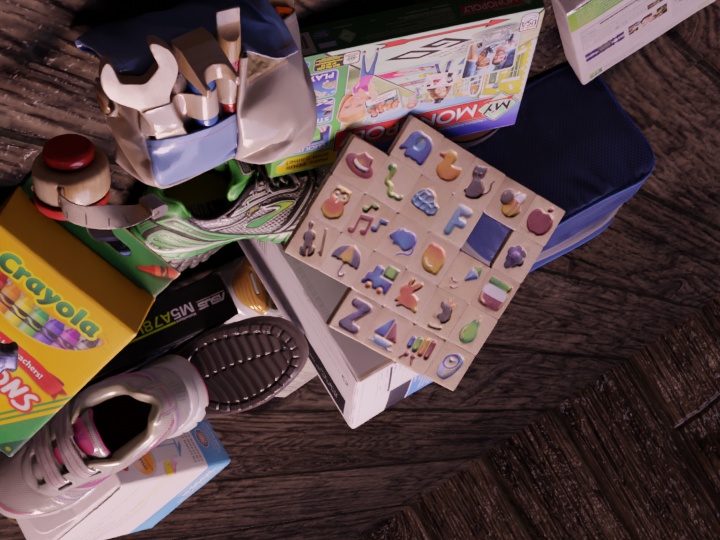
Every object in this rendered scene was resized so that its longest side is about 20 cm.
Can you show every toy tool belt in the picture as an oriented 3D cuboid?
[{"bbox_3d":[-0.117,-0.121,1.125,0.199,0.125,0.123,-27,134,-30],"label":"toy tool belt"}]

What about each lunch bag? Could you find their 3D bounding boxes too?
[{"bbox_3d":[0.163,-0.086,1.706,0.199,0.136,0.132,-25,165,-27],"label":"lunch bag"}]

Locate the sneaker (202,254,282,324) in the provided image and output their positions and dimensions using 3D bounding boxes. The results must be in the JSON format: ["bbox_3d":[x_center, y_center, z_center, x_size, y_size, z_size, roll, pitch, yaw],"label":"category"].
[{"bbox_3d":[-0.092,0.018,1.694,0.087,0.076,0.200,-18,170,22],"label":"sneaker"}]

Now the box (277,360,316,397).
[{"bbox_3d":[-0.031,0.039,1.832,0.200,0.078,0.095,-35,166,11],"label":"box"}]

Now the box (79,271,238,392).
[{"bbox_3d":[-0.223,0.076,1.565,0.199,0.048,0.193,-24,174,-29],"label":"box"}]

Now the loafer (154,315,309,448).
[{"bbox_3d":[-0.129,0.086,1.553,0.199,0.073,0.071,-24,-171,20],"label":"loafer"}]

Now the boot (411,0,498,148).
[{"bbox_3d":[0.089,-0.182,1.425,0.187,0.069,0.200,-4,146,-36],"label":"boot"}]

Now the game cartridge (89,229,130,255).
[{"bbox_3d":[-0.233,0.010,1.430,0.129,0.039,0.200,-36,165,30],"label":"game cartridge"}]

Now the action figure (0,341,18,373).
[{"bbox_3d":[-0.341,0.042,1.247,0.199,0.105,0.194,18,126,-28],"label":"action figure"}]

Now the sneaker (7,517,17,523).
[{"bbox_3d":[-0.273,0.197,1.903,0.200,0.067,0.090,-29,173,-10],"label":"sneaker"}]

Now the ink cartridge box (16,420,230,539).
[{"bbox_3d":[-0.245,0.170,1.731,0.125,0.129,0.200,-39,164,25],"label":"ink cartridge box"}]

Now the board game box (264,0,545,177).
[{"bbox_3d":[0.028,-0.138,1.351,0.199,0.029,0.135,-14,148,-15],"label":"board game box"}]

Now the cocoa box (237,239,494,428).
[{"bbox_3d":[0.000,0.000,1.529,0.131,0.201,0.133,-28,164,-13],"label":"cocoa box"}]

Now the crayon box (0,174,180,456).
[{"bbox_3d":[-0.235,0.030,1.302,0.200,0.127,0.051,-43,-165,32],"label":"crayon box"}]

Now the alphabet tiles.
[{"bbox_3d":[0.042,-0.016,1.405,0.199,0.008,0.168,29,96,-32],"label":"alphabet tiles"}]

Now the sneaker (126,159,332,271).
[{"bbox_3d":[-0.079,-0.061,1.416,0.199,0.078,0.085,-23,163,-27],"label":"sneaker"}]

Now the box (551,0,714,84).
[{"bbox_3d":[0.233,-0.234,1.568,0.144,0.036,0.200,-33,166,3],"label":"box"}]

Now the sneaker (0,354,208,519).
[{"bbox_3d":[-0.221,0.133,1.482,0.200,0.082,0.088,-34,174,10],"label":"sneaker"}]
